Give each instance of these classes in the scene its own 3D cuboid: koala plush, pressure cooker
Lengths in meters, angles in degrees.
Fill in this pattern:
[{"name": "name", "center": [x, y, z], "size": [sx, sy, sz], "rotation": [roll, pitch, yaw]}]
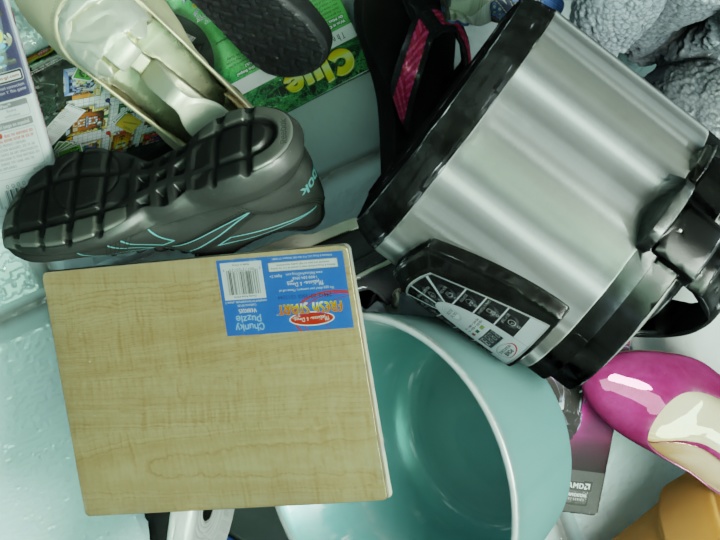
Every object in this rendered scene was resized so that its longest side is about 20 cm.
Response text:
[{"name": "koala plush", "center": [0.212, -0.113, 1.647], "size": [0.176, 0.184, 0.201], "rotation": [6, 113, 5]}, {"name": "pressure cooker", "center": [0.120, -0.033, 1.536], "size": [0.200, 0.176, 0.179], "rotation": [37, 117, -4]}]

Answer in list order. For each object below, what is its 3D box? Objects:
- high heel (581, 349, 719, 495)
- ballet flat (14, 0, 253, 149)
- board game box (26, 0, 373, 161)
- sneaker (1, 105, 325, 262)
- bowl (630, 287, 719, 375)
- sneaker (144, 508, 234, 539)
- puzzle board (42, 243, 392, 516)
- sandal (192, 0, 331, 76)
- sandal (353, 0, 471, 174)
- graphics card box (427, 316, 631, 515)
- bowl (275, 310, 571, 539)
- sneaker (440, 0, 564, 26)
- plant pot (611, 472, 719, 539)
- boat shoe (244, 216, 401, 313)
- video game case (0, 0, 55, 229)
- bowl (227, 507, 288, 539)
[{"name": "high heel", "center": [0.228, 0.117, 1.706], "size": [0.199, 0.096, 0.067], "rotation": [31, 108, -27]}, {"name": "ballet flat", "center": [-0.125, -0.123, 1.592], "size": [0.200, 0.070, 0.070], "rotation": [40, 98, -24]}, {"name": "board game box", "center": [-0.101, -0.123, 1.646], "size": [0.199, 0.023, 0.105], "rotation": [-27, 113, -2]}, {"name": "sneaker", "center": [-0.115, -0.031, 1.585], "size": [0.199, 0.076, 0.079], "rotation": [-12, 140, 20]}, {"name": "bowl", "center": [0.279, 0.023, 1.768], "size": [0.200, 0.090, 0.202], "rotation": [-6, 113, -13]}, {"name": "sneaker", "center": [-0.134, 0.095, 1.676], "size": [0.111, 0.073, 0.202], "rotation": [7, 87, 19]}, {"name": "puzzle board", "center": [-0.084, 0.065, 1.590], "size": [0.199, 0.017, 0.152], "rotation": [-5, 100, 22]}, {"name": "sandal", "center": [-0.085, -0.192, 1.576], "size": [0.075, 0.045, 0.200], "rotation": [-12, 136, 35]}, {"name": "sandal", "center": [0.041, -0.116, 1.662], "size": [0.075, 0.045, 0.201], "rotation": [-24, 121, -30]}, {"name": "graphics card box", "center": [0.107, 0.049, 1.725], "size": [0.125, 0.051, 0.201], "rotation": [10, 95, -25]}, {"name": "bowl", "center": [0.048, 0.109, 1.609], "size": [0.105, 0.200, 0.202], "rotation": [-20, 120, -43]}, {"name": "sneaker", "center": [0.104, -0.239, 1.606], "size": [0.085, 0.077, 0.201], "rotation": [10, 98, -8]}, {"name": "plant pot", "center": [0.218, 0.243, 1.795], "size": [0.139, 0.200, 0.201], "rotation": [-27, 117, 15]}, {"name": "boat shoe", "center": [0.000, 0.000, 1.635], "size": [0.199, 0.073, 0.063], "rotation": [-17, 88, -17]}, {"name": "video game case", "center": [-0.291, -0.094, 1.597], "size": [0.199, 0.023, 0.183], "rotation": [-14, 115, -1]}, {"name": "bowl", "center": [-0.027, 0.117, 1.753], "size": [0.199, 0.039, 0.202], "rotation": [-5, 112, -13]}]
